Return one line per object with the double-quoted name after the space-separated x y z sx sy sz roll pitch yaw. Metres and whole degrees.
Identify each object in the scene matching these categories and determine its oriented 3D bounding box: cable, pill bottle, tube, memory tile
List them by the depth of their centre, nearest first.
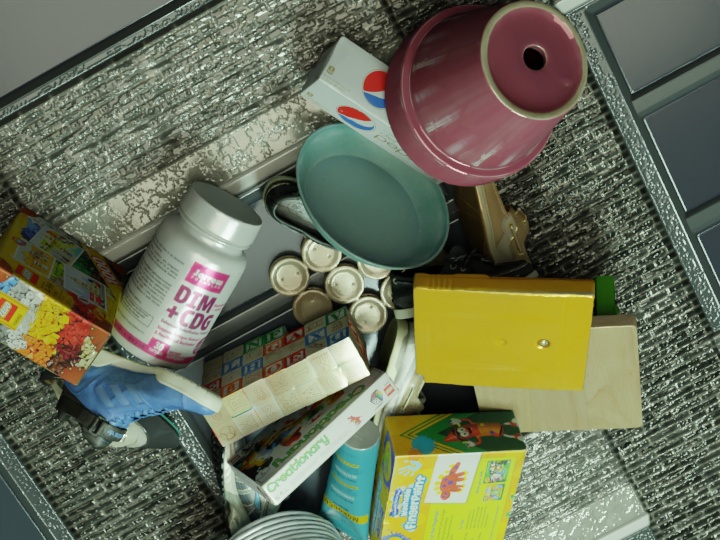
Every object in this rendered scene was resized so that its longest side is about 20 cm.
-0.203 0.005 1.617 0.113 0.113 0.201 27 105 -13 "pill bottle"
0.000 0.000 1.685 0.199 0.017 0.154 -36 108 8 "memory tile"
-0.012 0.264 1.718 0.077 0.050 0.201 33 139 24 "tube"
-0.108 0.394 1.748 0.200 0.069 0.200 -39 138 4 "cable"

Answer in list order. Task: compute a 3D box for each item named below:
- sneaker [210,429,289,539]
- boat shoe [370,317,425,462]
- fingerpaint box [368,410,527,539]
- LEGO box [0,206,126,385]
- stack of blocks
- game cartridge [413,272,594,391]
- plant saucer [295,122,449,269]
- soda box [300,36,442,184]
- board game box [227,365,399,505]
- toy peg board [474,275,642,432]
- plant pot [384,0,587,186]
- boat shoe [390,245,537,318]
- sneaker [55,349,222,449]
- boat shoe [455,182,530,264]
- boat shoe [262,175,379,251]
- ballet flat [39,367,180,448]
-0.137 0.265 1.746 0.086 0.078 0.201 -13 117 -13 "sneaker"
0.048 0.158 1.713 0.068 0.075 0.201 12 114 -13 "boat shoe"
0.103 0.270 1.720 0.165 0.074 0.201 -2 130 -11 "fingerpaint box"
-0.354 0.025 1.567 0.148 0.200 0.077 33 104 -15 "LEGO box"
-0.092 0.119 1.661 0.199 0.115 0.059 -26 113 8 "stack of blocks"
0.160 0.070 1.566 0.198 0.033 0.177 4 139 6 "game cartridge"
0.008 -0.078 1.585 0.199 0.201 0.036 28 138 -14 "plant saucer"
0.035 -0.183 1.586 0.199 0.068 0.064 31 72 -15 "soda box"
-0.058 0.188 1.651 0.200 0.126 0.035 -42 110 -15 "board game box"
0.237 0.098 1.683 0.197 0.098 0.201 -4 138 11 "toy peg board"
0.147 -0.205 1.501 0.198 0.179 0.202 3 82 -20 "plant pot"
0.113 0.005 1.613 0.199 0.074 0.067 -14 97 44 "boat shoe"
-0.261 0.163 1.601 0.199 0.077 0.112 17 79 17 "sneaker"
0.169 -0.046 1.658 0.069 0.074 0.201 -25 118 -13 "boat shoe"
-0.019 -0.056 1.620 0.198 0.066 0.075 23 105 -12 "boat shoe"
-0.311 0.172 1.688 0.200 0.073 0.073 42 101 -15 "ballet flat"
